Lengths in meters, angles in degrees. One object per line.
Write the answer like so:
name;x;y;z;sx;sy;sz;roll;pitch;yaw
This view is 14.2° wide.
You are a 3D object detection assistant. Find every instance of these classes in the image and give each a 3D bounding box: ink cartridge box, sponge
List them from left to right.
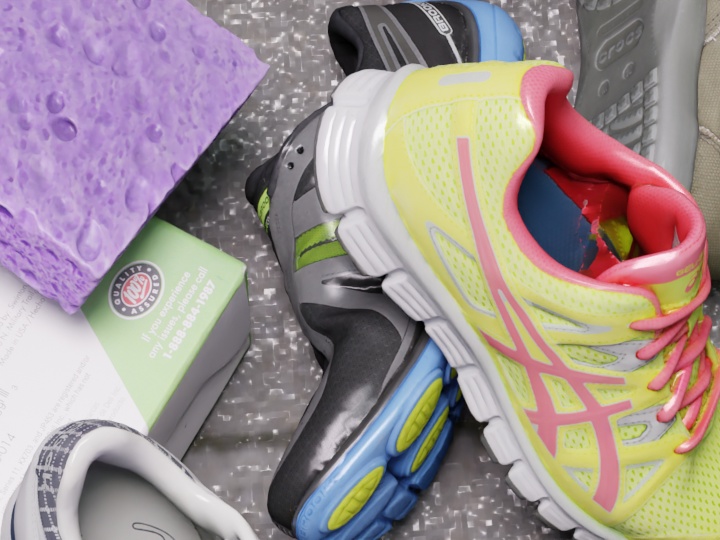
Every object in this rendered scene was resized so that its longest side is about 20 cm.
ink cartridge box;-0.147;0.011;0.913;0.199;0.067;0.117;28;71;10
sponge;-0.136;-0.082;0.879;0.200;0.030;0.112;35;49;-2

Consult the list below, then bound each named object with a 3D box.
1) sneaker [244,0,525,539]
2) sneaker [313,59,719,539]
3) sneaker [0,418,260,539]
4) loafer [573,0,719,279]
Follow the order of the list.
sneaker;0.000;-0.001;0.922;0.082;0.071;0.201;9;62;7
sneaker;0.075;0.014;0.859;0.200;0.090;0.078;47;48;-27
sneaker;-0.028;0.128;0.810;0.076;0.081;0.200;-41;88;-22
loafer;0.114;-0.081;0.960;0.069;0.075;0.201;23;64;-25
